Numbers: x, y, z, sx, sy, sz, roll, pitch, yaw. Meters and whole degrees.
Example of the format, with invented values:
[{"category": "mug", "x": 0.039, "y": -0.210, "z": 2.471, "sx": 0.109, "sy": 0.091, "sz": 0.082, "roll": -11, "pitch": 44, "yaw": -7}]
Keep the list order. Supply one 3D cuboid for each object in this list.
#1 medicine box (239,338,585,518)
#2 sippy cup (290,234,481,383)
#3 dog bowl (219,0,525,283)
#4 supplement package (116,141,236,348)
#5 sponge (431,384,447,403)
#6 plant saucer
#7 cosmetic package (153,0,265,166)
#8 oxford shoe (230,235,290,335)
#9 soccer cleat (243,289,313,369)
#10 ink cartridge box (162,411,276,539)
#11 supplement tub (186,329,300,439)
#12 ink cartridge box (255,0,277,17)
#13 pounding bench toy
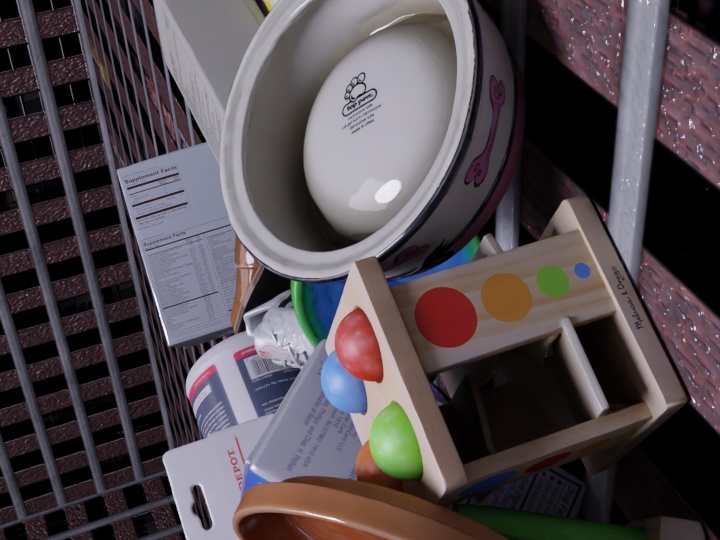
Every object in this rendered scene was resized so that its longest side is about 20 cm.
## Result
[{"category": "medicine box", "x": 0.026, "y": 0.165, "z": 0.783, "sx": 0.199, "sy": 0.103, "sz": 0.183, "roll": 29, "pitch": 154, "yaw": 6}, {"category": "sippy cup", "x": 0.010, "y": -0.011, "z": 0.815, "sx": 0.130, "sy": 0.138, "sz": 0.179, "roll": -117, "pitch": 44, "yaw": -67}, {"category": "dog bowl", "x": 0.009, "y": -0.084, "z": 0.666, "sx": 0.199, "sy": 0.073, "sz": 0.202, "roll": -15, "pitch": 68, "yaw": 40}, {"category": "supplement package", "x": -0.174, "y": -0.027, "z": 1.317, "sx": 0.191, "sy": 0.146, "sz": 0.202, "roll": 134, "pitch": 119, "yaw": -84}, {"category": "sponge", "x": 0.059, "y": 0.187, "z": 0.993, "sx": 0.112, "sy": 0.030, "sz": 0.202, "roll": -140, "pitch": 38, "yaw": -63}, {"category": "plant saucer", "x": 0.027, "y": 0.161, "z": 0.614, "sx": 0.201, "sy": 0.199, "sz": 0.033, "roll": 108, "pitch": -176, "yaw": -63}, {"category": "cosmetic package", "x": -0.099, "y": -0.150, "z": 0.919, "sx": 0.106, "sy": 0.070, "sz": 0.201, "roll": 91, "pitch": 154, "yaw": -56}, {"category": "oxford shoe", "x": -0.102, "y": -0.022, "z": 1.173, "sx": 0.071, "sy": 0.071, "sz": 0.202, "roll": 32, "pitch": 119, "yaw": 26}, {"category": "soccer cleat", "x": -0.052, "y": 0.065, "z": 1.049, "sx": 0.200, "sy": 0.084, "sz": 0.069, "roll": -142, "pitch": 39, "yaw": -65}, {"category": "ink cartridge box", "x": -0.062, "y": 0.186, "z": 0.991, "sx": 0.068, "sy": 0.198, "sz": 0.117, "roll": 109, "pitch": 142, "yaw": -64}, {"category": "supplement tub", "x": -0.082, "y": 0.171, "z": 1.144, "sx": 0.141, "sy": 0.139, "sz": 0.201, "roll": 101, "pitch": 147, "yaw": -58}, {"category": "ink cartridge box", "x": -0.046, "y": -0.221, "z": 0.903, "sx": 0.200, "sy": 0.059, "sz": 0.105, "roll": -134, "pitch": 32, "yaw": -59}, {"category": "pounding bench toy", "x": 0.077, "y": 0.091, "z": 0.613, "sx": 0.124, "sy": 0.155, "sz": 0.202, "roll": 109, "pitch": 141, "yaw": -63}]
